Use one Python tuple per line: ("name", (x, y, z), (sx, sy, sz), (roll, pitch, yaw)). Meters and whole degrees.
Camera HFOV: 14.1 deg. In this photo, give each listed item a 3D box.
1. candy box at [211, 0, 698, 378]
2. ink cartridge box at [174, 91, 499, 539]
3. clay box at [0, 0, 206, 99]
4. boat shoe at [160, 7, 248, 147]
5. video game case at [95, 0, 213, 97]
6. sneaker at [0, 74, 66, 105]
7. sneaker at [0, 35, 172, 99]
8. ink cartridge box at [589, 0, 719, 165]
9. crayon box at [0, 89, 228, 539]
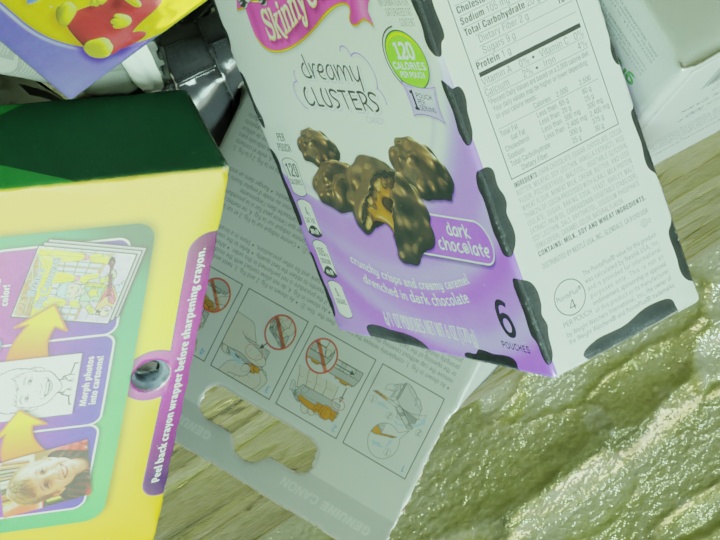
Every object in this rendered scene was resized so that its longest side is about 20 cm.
("candy box", (0.022, -0.073, 1.066), (0.071, 0.200, 0.168), (-28, -163, -23))
("ink cartridge box", (0.000, 0.000, 1.226), (0.050, 0.161, 0.200), (14, 103, -60))
("clay box", (-0.056, -0.153, 0.928), (0.200, 0.048, 0.115), (-34, 131, 19))
("boat shoe", (-0.045, -0.077, 1.326), (0.063, 0.073, 0.200), (-30, 165, 15))
("video game case", (-0.027, -0.136, 1.344), (0.143, 0.019, 0.200), (-22, 168, -40))
("sneaker", (-0.175, -0.026, 1.208), (0.200, 0.115, 0.076), (-2, 129, -34))
("sneaker", (-0.126, -0.105, 1.087), (0.079, 0.074, 0.200), (-23, 165, 9))
("ink cartridge box", (0.070, -0.137, 1.096), (0.084, 0.200, 0.176), (-28, 169, -22))
("crayon box", (-0.155, 0.030, 1.140), (0.172, 0.058, 0.200), (-6, 131, -24))
